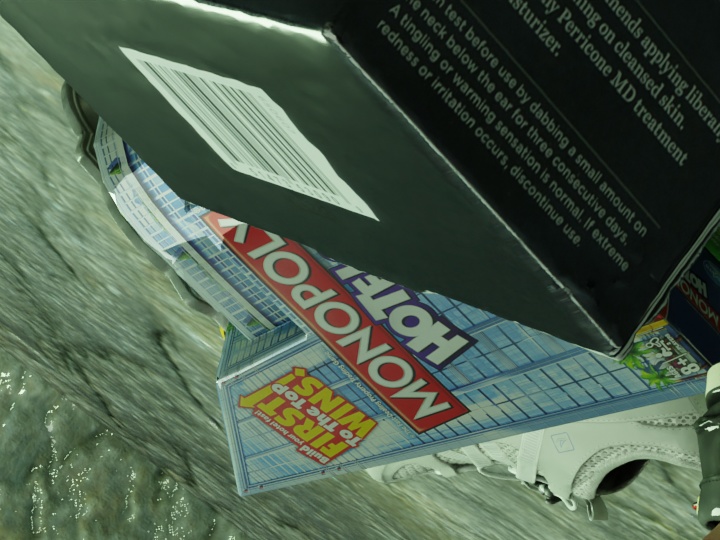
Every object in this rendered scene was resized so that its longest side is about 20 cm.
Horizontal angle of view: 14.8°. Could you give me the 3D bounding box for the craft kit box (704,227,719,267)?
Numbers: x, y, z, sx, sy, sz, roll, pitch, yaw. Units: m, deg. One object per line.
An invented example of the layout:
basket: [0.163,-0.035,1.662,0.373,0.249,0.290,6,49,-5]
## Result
craft kit box: [0.065,-0.072,1.073,0.200,0.049,0.198,42,169,-21]

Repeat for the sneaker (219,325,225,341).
sneaker: [-0.042,0.009,1.268,0.200,0.090,0.070,10,-137,-54]

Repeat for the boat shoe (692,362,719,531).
boat shoe: [0.182,0.098,1.031,0.074,0.063,0.201,-5,155,33]

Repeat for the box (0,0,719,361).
box: [0.029,-0.108,0.687,0.124,0.197,0.200,47,164,-34]

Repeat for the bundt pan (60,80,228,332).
bundt pan: [-0.027,-0.047,1.175,0.202,0.076,0.202,36,-155,-20]

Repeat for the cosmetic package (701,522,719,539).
cosmetic package: [0.173,0.108,0.898,0.103,0.200,0.087,57,150,-6]

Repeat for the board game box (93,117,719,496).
board game box: [0.000,0.000,1.024,0.200,0.062,0.200,-27,124,30]

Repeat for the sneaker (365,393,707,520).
sneaker: [0.072,0.069,1.132,0.200,0.075,0.082,-19,91,48]
